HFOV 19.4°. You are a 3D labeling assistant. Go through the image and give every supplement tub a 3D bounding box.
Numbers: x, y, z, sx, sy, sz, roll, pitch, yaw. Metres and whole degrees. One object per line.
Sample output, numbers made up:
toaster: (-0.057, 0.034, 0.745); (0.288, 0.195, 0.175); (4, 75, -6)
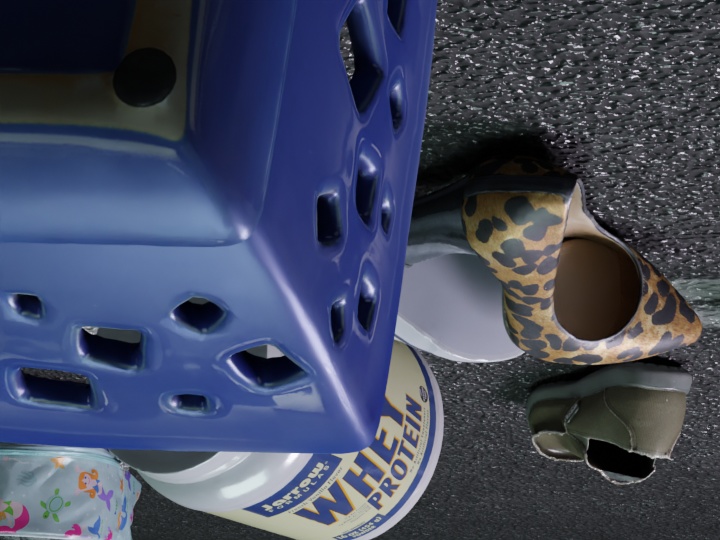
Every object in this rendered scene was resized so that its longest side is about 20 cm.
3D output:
supplement tub: (-0.054, 0.078, 1.246); (0.145, 0.145, 0.200); (-3, 163, 30)

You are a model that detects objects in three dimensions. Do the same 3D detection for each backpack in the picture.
backpack: (-0.270, 0.175, 1.680); (0.177, 0.151, 0.200); (0, 172, 8)

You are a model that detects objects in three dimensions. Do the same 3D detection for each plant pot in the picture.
plant pot: (-0.091, -0.068, 0.622); (0.200, 0.200, 0.180); (3, 158, 10)

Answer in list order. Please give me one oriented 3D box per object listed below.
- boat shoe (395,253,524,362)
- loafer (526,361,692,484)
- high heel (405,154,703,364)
boat shoe: (0.000, 0.000, 1.090); (0.200, 0.071, 0.070); (15, 172, -28)
loafer: (0.164, 0.111, 1.446); (0.075, 0.070, 0.200); (8, 165, -12)
high heel: (0.120, 0.000, 1.032); (0.200, 0.072, 0.143); (19, 163, -26)
